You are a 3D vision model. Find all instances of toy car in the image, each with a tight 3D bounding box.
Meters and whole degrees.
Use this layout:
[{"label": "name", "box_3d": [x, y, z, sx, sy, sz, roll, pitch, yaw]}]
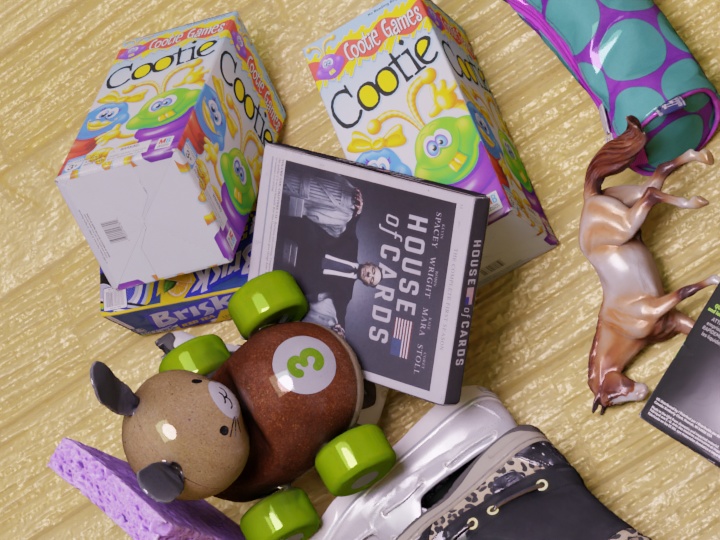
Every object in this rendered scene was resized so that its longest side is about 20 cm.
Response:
[{"label": "toy car", "box_3d": [-0.103, 0.103, 1.581, 0.158, 0.200, 0.165, -41, 68, 26]}]

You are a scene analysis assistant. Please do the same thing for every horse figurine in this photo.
[{"label": "horse figurine", "box_3d": [0.203, -0.008, 1.621, 0.132, 0.050, 0.201, -16, 91, 35]}]

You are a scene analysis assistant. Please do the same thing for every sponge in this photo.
[{"label": "sponge", "box_3d": [-0.140, 0.181, 1.666, 0.111, 0.200, 0.030, 35, 90, 28]}]

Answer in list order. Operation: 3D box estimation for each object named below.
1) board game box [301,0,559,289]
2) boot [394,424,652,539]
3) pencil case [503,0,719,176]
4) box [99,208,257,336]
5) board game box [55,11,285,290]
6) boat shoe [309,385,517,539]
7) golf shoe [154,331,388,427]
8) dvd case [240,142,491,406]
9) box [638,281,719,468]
[{"label": "board game box", "box_3d": [0.051, -0.093, 1.704, 0.105, 0.103, 0.201, -29, 66, 16]}, {"label": "boot", "box_3d": [0.101, 0.221, 1.569, 0.204, 0.073, 0.154, -48, 51, -5]}, {"label": "pencil case", "box_3d": [0.178, -0.167, 1.673, 0.092, 0.085, 0.200, -26, 62, -16]}, {"label": "box", "box_3d": [-0.102, -0.002, 1.771, 0.199, 0.070, 0.065, -10, 71, 23]}, {"label": "board game box", "box_3d": [-0.140, -0.094, 1.733, 0.102, 0.105, 0.200, -13, 32, 21]}, {"label": "boat shoe", "box_3d": [0.041, 0.175, 1.654, 0.200, 0.072, 0.069, -42, 45, -1]}, {"label": "golf shoe", "box_3d": [-0.064, 0.081, 1.739, 0.199, 0.078, 0.095, 26, 70, 27]}, {"label": "dvd case", "box_3d": [0.000, 0.000, 1.639, 0.199, 0.025, 0.151, 16, 103, 39]}, {"label": "box", "box_3d": [0.305, 0.054, 1.515, 0.124, 0.148, 0.201, 32, 92, 30]}]
